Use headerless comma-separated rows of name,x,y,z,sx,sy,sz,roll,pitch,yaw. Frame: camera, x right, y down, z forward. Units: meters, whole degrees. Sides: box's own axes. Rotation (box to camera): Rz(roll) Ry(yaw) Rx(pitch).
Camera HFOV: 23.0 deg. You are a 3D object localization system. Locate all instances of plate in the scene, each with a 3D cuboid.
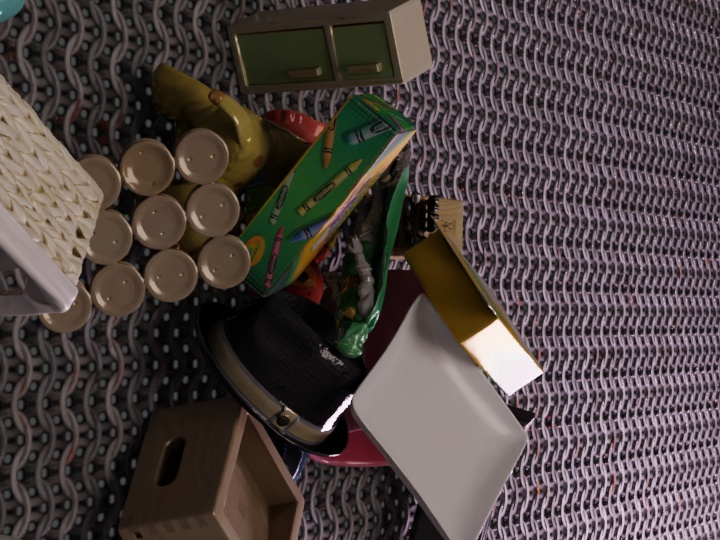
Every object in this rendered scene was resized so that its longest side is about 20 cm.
plate,0.073,0.153,1.754,0.200,0.032,0.200,54,37,-15

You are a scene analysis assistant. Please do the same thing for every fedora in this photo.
fedora,-0.063,0.083,1.711,0.201,0.092,0.201,43,16,-16

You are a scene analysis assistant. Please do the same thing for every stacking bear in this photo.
stacking bear,-0.068,-0.048,1.817,0.121,0.114,0.200,13,75,-27

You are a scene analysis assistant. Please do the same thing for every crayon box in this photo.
crayon box,0.114,0.039,1.836,0.126,0.052,0.200,59,6,31
crayon box,-0.037,-0.073,1.661,0.200,0.058,0.119,-51,176,12

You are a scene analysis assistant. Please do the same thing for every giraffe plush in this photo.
giraffe plush,-0.144,-0.080,1.678,0.172,0.200,0.162,30,90,-30

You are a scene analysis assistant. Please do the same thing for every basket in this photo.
basket,-0.315,-0.067,1.416,0.200,0.135,0.123,52,46,-44

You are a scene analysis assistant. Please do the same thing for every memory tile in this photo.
memory tile,-0.204,-0.037,1.577,0.017,0.200,0.154,-134,-149,-71

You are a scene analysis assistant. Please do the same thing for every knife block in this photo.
knife block,0.019,-0.049,1.914,0.175,0.200,0.064,5,86,-42

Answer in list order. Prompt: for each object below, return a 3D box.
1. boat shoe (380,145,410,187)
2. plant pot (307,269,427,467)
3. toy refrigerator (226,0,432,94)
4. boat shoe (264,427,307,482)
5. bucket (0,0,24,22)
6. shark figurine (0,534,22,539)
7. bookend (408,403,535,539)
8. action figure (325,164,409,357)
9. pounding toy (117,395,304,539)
boat shoe,0.025,-0.121,1.951,0.066,0.072,0.201,56,17,-13
plant pot,0.029,0.103,1.918,0.200,0.200,0.179,21,56,-55
toy refrigerator,-0.034,-0.227,1.794,0.070,0.200,0.076,-36,120,-52
boat shoe,-0.098,0.131,1.824,0.069,0.084,0.200,32,46,-44
bucket,-0.352,-0.259,1.308,0.135,0.207,0.207,-34,118,-47
shark figurine,-0.272,0.279,1.526,0.128,0.089,0.215,-56,136,-43
bookend,0.118,0.272,2.037,0.200,0.092,0.199,105,1,-64
action figure,0.000,0.000,1.713,0.055,0.118,0.200,19,51,-16
pounding toy,-0.165,0.240,1.665,0.200,0.142,0.184,-79,150,-49
